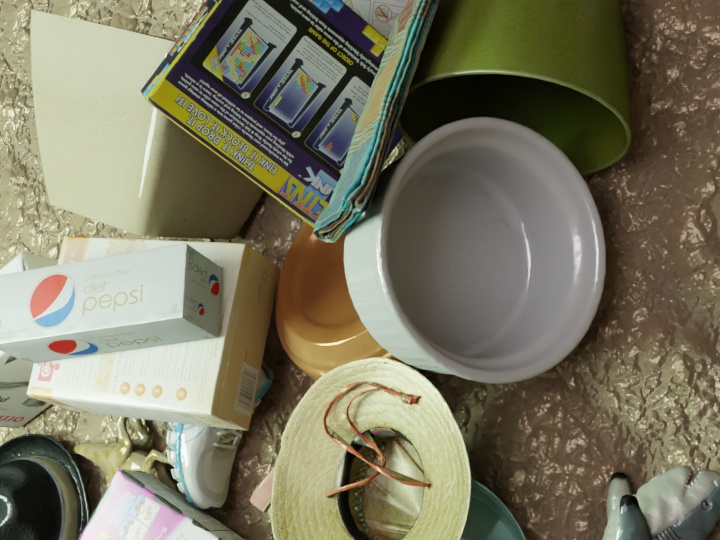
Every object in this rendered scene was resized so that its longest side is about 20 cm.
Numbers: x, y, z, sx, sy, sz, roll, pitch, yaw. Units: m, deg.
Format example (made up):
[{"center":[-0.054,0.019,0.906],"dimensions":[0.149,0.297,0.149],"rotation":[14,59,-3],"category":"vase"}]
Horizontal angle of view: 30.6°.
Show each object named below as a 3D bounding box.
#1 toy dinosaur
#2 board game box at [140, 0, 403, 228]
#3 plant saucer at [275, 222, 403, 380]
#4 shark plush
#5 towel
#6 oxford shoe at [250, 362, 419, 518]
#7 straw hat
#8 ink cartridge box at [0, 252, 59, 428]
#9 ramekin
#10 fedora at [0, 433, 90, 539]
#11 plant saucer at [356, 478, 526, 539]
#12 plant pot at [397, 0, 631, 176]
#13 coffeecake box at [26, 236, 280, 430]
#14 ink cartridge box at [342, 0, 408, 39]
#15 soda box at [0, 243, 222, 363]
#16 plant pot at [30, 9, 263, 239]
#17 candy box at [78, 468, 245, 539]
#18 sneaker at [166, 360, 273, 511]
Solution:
[{"center":[-0.226,0.180,1.282],"dimensions":[0.199,0.058,0.102],"rotation":[21,94,35],"category":"toy dinosaur"},{"center":[-0.058,-0.154,1.113],"dimensions":[0.166,0.200,0.057],"rotation":[-51,23,4],"category":"board game box"},{"center":[0.000,0.000,1.141],"dimensions":[0.199,0.037,0.201],"rotation":[-22,51,30],"category":"plant saucer"},{"center":[0.215,0.241,0.974],"dimensions":[0.083,0.091,0.202],"rotation":[13,83,4],"category":"shark plush"},{"center":[0.014,-0.125,1.012],"dimensions":[0.022,0.147,0.201],"rotation":[21,78,-8],"category":"towel"},{"center":[-0.008,0.154,1.146],"dimensions":[0.074,0.071,0.200],"rotation":[44,107,9],"category":"oxford shoe"},{"center":[0.026,0.178,1.066],"dimensions":[0.200,0.085,0.203],"rotation":[-11,69,30],"category":"straw hat"},{"center":[-0.345,0.076,1.328],"dimensions":[0.199,0.145,0.085],"rotation":[-33,65,25],"category":"ink cartridge box"},{"center":[0.083,-0.012,1.030],"dimensions":[0.098,0.199,0.202],"rotation":[167,109,-64],"category":"ramekin"},{"center":[-0.369,0.259,1.335],"dimensions":[0.199,0.091,0.202],"rotation":[-5,81,35],"category":"fedora"},{"center":[0.062,0.266,1.092],"dimensions":[0.199,0.027,0.202],"rotation":[-7,78,33],"category":"plant saucer"},{"center":[0.133,-0.203,1.058],"dimensions":[0.186,0.187,0.202],"rotation":[-3,67,33],"category":"plant pot"},{"center":[-0.188,0.055,1.194],"dimensions":[0.198,0.073,0.155],"rotation":[3,74,25],"category":"coffeecake box"},{"center":[-0.001,-0.258,1.162],"dimensions":[0.198,0.044,0.175],"rotation":[14,125,12],"category":"ink cartridge box"},{"center":[-0.221,0.031,1.139],"dimensions":[0.198,0.064,0.069],"rotation":[-9,68,23],"category":"soda box"},{"center":[-0.192,-0.131,1.247],"dimensions":[0.199,0.199,0.179],"rotation":[19,100,34],"category":"plant pot"},{"center":[-0.165,0.289,1.187],"dimensions":[0.199,0.061,0.137],"rotation":[30,91,22],"category":"candy box"},{"center":[-0.124,0.122,1.219],"dimensions":[0.086,0.075,0.202],"rotation":[-3,79,27],"category":"sneaker"}]
